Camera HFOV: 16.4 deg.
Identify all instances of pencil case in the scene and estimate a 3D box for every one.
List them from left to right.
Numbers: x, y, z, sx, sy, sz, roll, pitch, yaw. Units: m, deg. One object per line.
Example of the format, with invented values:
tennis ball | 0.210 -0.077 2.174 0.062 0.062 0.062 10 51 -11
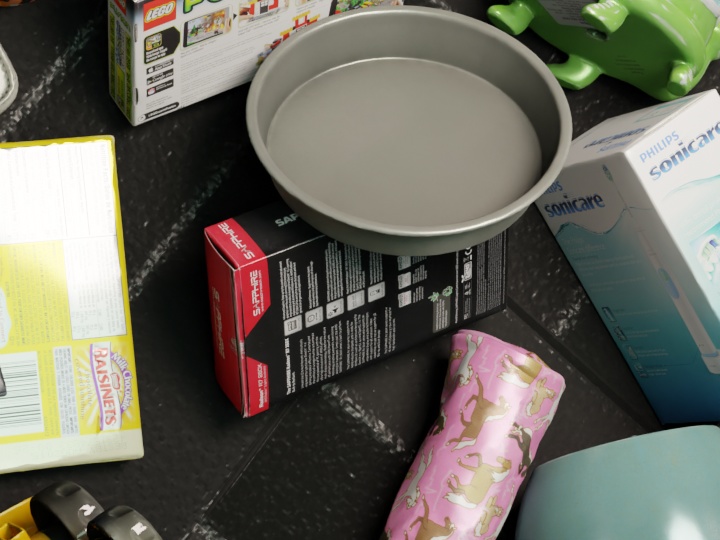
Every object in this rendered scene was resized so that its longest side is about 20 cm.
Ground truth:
pencil case | 0.060 0.141 1.588 0.083 0.087 0.201 18 77 23

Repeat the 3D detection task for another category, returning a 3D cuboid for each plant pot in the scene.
plant pot | 0.187 0.190 1.590 0.200 0.201 0.162 -8 77 -23

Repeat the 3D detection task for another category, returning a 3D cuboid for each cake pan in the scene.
cake pan | 0.029 -0.084 1.530 0.199 0.037 0.201 2 48 -2

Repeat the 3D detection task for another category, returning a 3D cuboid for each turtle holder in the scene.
turtle holder | 0.187 -0.187 1.641 0.185 0.141 0.132 28 75 -17

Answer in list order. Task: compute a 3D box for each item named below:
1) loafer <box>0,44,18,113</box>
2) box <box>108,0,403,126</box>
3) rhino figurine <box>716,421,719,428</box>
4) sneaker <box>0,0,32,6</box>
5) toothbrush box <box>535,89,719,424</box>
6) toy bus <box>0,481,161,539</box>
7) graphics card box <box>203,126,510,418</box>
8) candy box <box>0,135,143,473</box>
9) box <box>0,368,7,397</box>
loafer | -0.277 -0.170 1.483 0.200 0.070 0.070 47 71 -13
box | -0.061 -0.171 1.555 0.199 0.110 0.035 -23 55 -23
rhino figurine | 0.313 0.150 1.704 0.199 0.088 0.060 9 43 -23
sneaker | -0.233 -0.256 1.485 0.077 0.112 0.200 -36 100 -21
toothbrush box | 0.214 -0.005 1.635 0.085 0.146 0.200 -35 98 -22
toy bus | -0.160 0.240 1.431 0.136 0.200 0.192 -34 108 -22
graphics card box | 0.000 0.000 1.563 0.199 0.051 0.126 -22 133 -21
candy box | -0.193 0.020 1.528 0.102 0.026 0.201 -4 88 -25
box | -0.310 0.000 1.437 0.148 0.107 0.201 -17 93 -22
